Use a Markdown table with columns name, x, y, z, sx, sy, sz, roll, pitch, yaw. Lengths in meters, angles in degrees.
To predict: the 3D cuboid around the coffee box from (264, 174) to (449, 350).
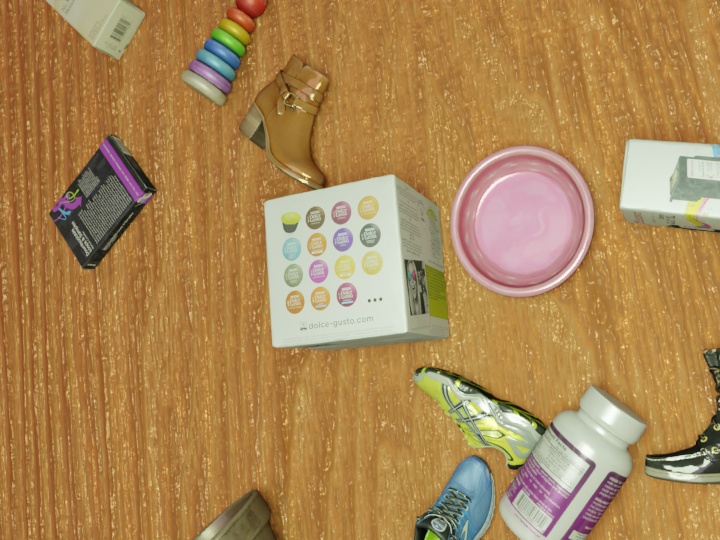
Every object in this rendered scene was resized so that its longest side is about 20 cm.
| name | x | y | z | sx | sy | sz | roll | pitch | yaw |
| --- | --- | --- | --- | --- | --- | --- | --- | --- | --- |
| coffee box | 0.000 | 0.000 | 1.027 | 0.194 | 0.199 | 0.204 | -8 | 81 | 23 |

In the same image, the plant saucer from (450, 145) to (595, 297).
| name | x | y | z | sx | sy | sz | roll | pitch | yaw |
| --- | --- | --- | --- | --- | --- | --- | --- | --- | --- |
| plant saucer | 0.222 | -0.065 | 1.014 | 0.195 | 0.051 | 0.207 | -3 | 83 | 24 |

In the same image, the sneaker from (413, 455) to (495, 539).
| name | x | y | z | sx | sy | sz | roll | pitch | yaw |
| --- | --- | --- | --- | --- | --- | --- | --- | --- | --- |
| sneaker | 0.120 | 0.338 | 0.976 | 0.077 | 0.090 | 0.203 | 17 | 65 | 27 |

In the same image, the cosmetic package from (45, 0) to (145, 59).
| name | x | y | z | sx | sy | sz | roll | pitch | yaw |
| --- | --- | --- | --- | --- | --- | --- | --- | --- | --- |
| cosmetic package | -0.504 | -0.500 | 1.379 | 0.199 | 0.073 | 0.105 | 41 | 102 | 21 |

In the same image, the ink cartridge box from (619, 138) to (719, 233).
| name | x | y | z | sx | sy | sz | roll | pitch | yaw |
| --- | --- | --- | --- | --- | --- | --- | --- | --- | --- |
| ink cartridge box | 0.416 | -0.094 | 0.876 | 0.195 | 0.145 | 0.086 | 9 | 90 | 25 |

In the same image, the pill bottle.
| name | x | y | z | sx | sy | sz | roll | pitch | yaw |
| --- | --- | --- | --- | --- | --- | --- | --- | --- | --- |
| pill bottle | 0.269 | 0.251 | 0.927 | 0.111 | 0.112 | 0.203 | 36 | 99 | 23 |

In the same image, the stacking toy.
| name | x | y | z | sx | sy | sz | roll | pitch | yaw |
| --- | --- | --- | --- | --- | --- | --- | --- | --- | --- |
| stacking toy | -0.218 | -0.386 | 1.241 | 0.084 | 0.085 | 0.203 | 31 | 91 | 23 |

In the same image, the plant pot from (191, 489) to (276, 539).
| name | x | y | z | sx | sy | sz | roll | pitch | yaw |
| --- | --- | --- | --- | --- | --- | --- | --- | --- | --- |
| plant pot | -0.176 | 0.457 | 1.084 | 0.199 | 0.200 | 0.176 | -41 | 88 | 15 |

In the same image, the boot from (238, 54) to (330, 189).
| name | x | y | z | sx | sy | sz | roll | pitch | yaw |
| --- | --- | --- | --- | --- | --- | --- | --- | --- | --- |
| boot | -0.090 | -0.234 | 1.170 | 0.156 | 0.076 | 0.200 | -50 | 61 | 8 |

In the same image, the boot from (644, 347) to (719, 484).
| name | x | y | z | sx | sy | sz | roll | pitch | yaw |
| --- | --- | --- | --- | --- | --- | --- | --- | --- | --- |
| boot | 0.432 | 0.171 | 0.881 | 0.194 | 0.073 | 0.155 | -10 | 82 | 19 |

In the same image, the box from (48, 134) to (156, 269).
| name | x | y | z | sx | sy | sz | roll | pitch | yaw |
| --- | --- | --- | --- | --- | --- | --- | --- | --- | --- |
| box | -0.474 | -0.123 | 1.347 | 0.200 | 0.036 | 0.144 | -45 | 68 | 13 |

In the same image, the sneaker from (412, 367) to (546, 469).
| name | x | y | z | sx | sy | sz | roll | pitch | yaw |
| --- | --- | --- | --- | --- | --- | --- | --- | --- | --- |
| sneaker | 0.151 | 0.197 | 1.007 | 0.197 | 0.075 | 0.078 | 28 | 96 | 26 |
